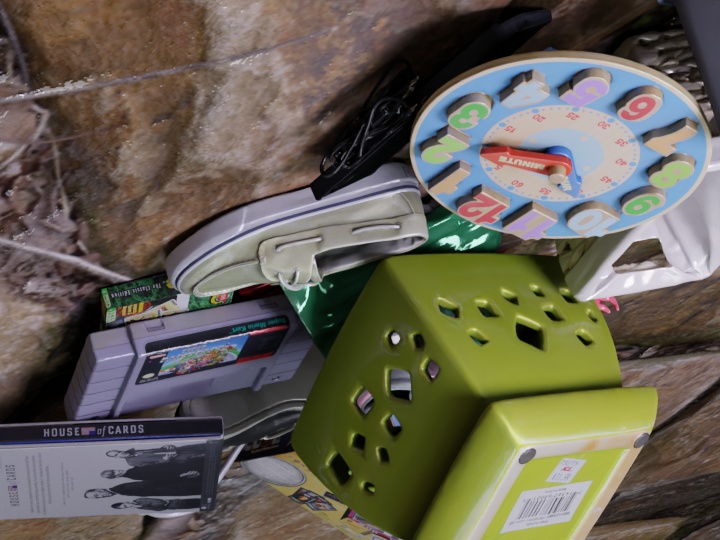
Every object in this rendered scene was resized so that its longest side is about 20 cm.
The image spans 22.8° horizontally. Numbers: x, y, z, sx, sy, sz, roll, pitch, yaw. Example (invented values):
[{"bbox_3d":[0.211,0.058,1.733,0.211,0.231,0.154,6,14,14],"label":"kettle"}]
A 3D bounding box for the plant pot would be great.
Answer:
[{"bbox_3d":[0.096,0.118,1.364,0.199,0.182,0.199,-2,130,-39],"label":"plant pot"}]

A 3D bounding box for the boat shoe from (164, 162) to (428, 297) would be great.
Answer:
[{"bbox_3d":[-0.046,-0.019,1.315,0.199,0.062,0.072,-22,158,3],"label":"boat shoe"}]

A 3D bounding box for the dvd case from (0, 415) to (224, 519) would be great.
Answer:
[{"bbox_3d":[-0.217,0.167,1.488,0.199,0.025,0.150,-1,150,-9],"label":"dvd case"}]

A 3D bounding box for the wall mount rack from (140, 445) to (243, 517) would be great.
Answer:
[{"bbox_3d":[-0.171,0.163,1.622,0.173,0.075,0.200,-20,158,10],"label":"wall mount rack"}]

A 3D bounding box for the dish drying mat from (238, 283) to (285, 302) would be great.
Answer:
[{"bbox_3d":[0.000,0.000,1.455,0.199,0.018,0.077,-19,160,-4],"label":"dish drying mat"}]

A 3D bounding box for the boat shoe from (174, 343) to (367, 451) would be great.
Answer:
[{"bbox_3d":[-0.074,0.110,1.555,0.199,0.074,0.060,-22,166,-31],"label":"boat shoe"}]

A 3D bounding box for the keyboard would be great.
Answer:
[{"bbox_3d":[0.035,-0.120,1.210,0.200,0.040,0.104,-40,173,34],"label":"keyboard"}]

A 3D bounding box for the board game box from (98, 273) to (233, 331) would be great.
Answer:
[{"bbox_3d":[-0.161,0.055,1.442,0.104,0.024,0.200,-16,157,-17],"label":"board game box"}]

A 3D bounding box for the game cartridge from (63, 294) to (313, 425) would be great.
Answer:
[{"bbox_3d":[-0.132,0.071,1.435,0.199,0.039,0.130,-11,160,-24],"label":"game cartridge"}]

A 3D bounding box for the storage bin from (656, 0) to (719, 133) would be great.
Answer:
[{"bbox_3d":[0.301,-0.149,1.155,0.145,0.135,0.200,-19,172,41],"label":"storage bin"}]

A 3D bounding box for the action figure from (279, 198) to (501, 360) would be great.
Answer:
[{"bbox_3d":[0.040,-0.009,1.396,0.200,0.055,0.118,-32,122,-5],"label":"action figure"}]

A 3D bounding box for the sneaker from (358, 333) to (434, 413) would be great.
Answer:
[{"bbox_3d":[0.067,0.092,1.636,0.199,0.082,0.070,-18,157,-5],"label":"sneaker"}]

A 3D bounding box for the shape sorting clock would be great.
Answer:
[{"bbox_3d":[0.132,-0.077,1.180,0.199,0.039,0.200,5,151,3],"label":"shape sorting clock"}]

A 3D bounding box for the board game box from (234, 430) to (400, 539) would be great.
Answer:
[{"bbox_3d":[-0.006,0.211,1.743,0.135,0.035,0.200,-15,138,44],"label":"board game box"}]

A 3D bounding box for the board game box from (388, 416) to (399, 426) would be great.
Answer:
[{"bbox_3d":[0.114,0.181,1.860,0.199,0.097,0.160,-13,156,-17],"label":"board game box"}]

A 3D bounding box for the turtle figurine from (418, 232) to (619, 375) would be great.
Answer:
[{"bbox_3d":[0.131,0.024,1.509,0.149,0.101,0.200,-10,165,-43],"label":"turtle figurine"}]

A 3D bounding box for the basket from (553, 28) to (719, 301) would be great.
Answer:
[{"bbox_3d":[0.230,-0.082,1.328,0.135,0.124,0.200,-9,156,-26],"label":"basket"}]
